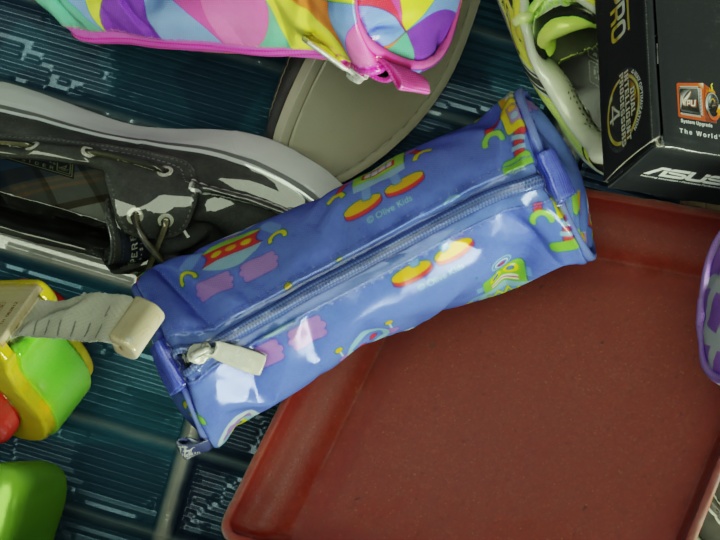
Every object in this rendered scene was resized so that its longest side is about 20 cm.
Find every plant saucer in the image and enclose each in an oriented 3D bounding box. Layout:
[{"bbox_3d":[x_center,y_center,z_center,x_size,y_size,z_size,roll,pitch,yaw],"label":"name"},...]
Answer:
[{"bbox_3d":[0.069,0.056,1.068,0.198,0.037,0.201,11,60,29],"label":"plant saucer"}]

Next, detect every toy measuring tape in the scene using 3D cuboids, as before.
[{"bbox_3d":[-0.128,0.040,1.088,0.073,0.199,0.074,1,89,-38],"label":"toy measuring tape"}]

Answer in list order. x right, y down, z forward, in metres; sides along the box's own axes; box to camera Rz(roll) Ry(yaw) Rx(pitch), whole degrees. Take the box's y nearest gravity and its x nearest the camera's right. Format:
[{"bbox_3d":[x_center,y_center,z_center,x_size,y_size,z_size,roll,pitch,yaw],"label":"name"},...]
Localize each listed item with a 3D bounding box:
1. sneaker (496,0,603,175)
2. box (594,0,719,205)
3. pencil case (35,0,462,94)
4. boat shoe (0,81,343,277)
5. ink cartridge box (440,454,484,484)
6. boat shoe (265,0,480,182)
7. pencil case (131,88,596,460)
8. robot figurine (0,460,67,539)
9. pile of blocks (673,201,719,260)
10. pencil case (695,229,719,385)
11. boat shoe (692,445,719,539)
[{"bbox_3d":[0.085,-0.130,1.053,0.075,0.076,0.201,-29,91,21],"label":"sneaker"},{"bbox_3d":[0.190,-0.099,1.033,0.199,0.049,0.162,9,65,-20],"label":"box"},{"bbox_3d":[-0.050,-0.127,1.080,0.199,0.088,0.089,12,89,37],"label":"pencil case"},{"bbox_3d":[-0.102,-0.028,1.116,0.199,0.066,0.070,18,134,6],"label":"boat shoe"},{"bbox_3d":[0.005,0.183,1.114,0.200,0.067,0.116,-37,86,2],"label":"ink cartridge box"},{"bbox_3d":[0.012,-0.130,1.138,0.063,0.072,0.201,36,99,47],"label":"boat shoe"},{"bbox_3d":[0.000,0.000,1.058,0.199,0.087,0.078,-26,95,3],"label":"pencil case"},{"bbox_3d":[-0.189,0.173,1.105,0.174,0.116,0.201,16,90,10],"label":"robot figurine"},{"bbox_3d":[0.154,-0.097,1.111,0.082,0.062,0.201,-18,95,21],"label":"pile of blocks"},{"bbox_3d":[0.230,0.026,1.006,0.199,0.085,0.085,11,72,-19],"label":"pencil case"},{"bbox_3d":[0.221,0.120,1.061,0.200,0.061,0.072,27,65,-8],"label":"boat shoe"}]
